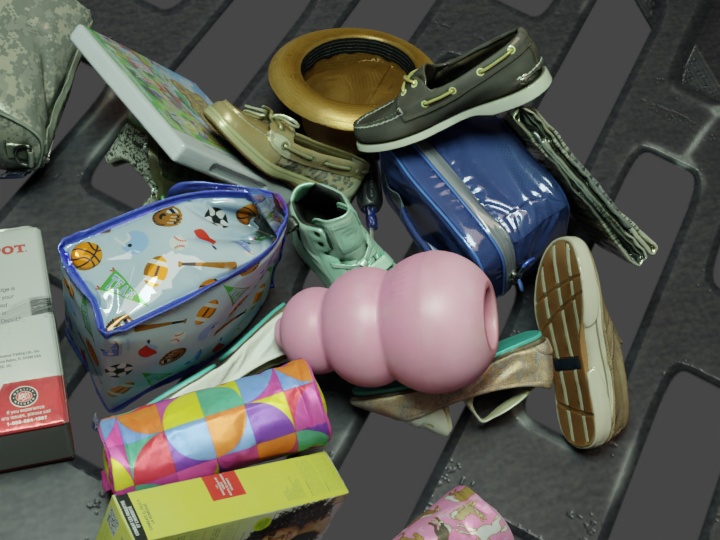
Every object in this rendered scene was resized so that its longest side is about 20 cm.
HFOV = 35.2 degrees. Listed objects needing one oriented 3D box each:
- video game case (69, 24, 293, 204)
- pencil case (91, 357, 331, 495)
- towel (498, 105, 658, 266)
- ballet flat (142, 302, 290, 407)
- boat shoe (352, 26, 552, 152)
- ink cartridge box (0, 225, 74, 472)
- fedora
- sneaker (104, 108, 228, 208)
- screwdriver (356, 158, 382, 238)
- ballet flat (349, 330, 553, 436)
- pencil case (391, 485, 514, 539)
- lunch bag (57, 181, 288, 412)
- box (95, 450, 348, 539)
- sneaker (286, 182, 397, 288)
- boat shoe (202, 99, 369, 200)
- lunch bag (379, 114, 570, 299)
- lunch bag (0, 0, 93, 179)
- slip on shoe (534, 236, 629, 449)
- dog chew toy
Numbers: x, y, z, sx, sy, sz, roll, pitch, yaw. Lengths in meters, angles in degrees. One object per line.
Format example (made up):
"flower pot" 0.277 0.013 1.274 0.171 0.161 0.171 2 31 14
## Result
"video game case" -0.173 -0.151 1.118 0.022 0.182 0.200 -50 60 12
"pencil case" -0.126 0.138 0.963 0.199 0.089 0.089 -15 62 -12
"towel" 0.208 -0.091 1.119 0.034 0.200 0.193 -39 95 6
"ballet flat" -0.120 0.106 1.040 0.200 0.070 0.069 -37 71 -28
"boat shoe" 0.075 -0.167 1.057 0.200 0.061 0.072 -18 27 26
"ink cartridge box" -0.339 0.073 1.003 0.143 0.084 0.201 -9 61 -14
"fedora" -0.006 -0.183 1.211 0.199 0.082 0.201 6 41 -5
"sneaker" -0.178 -0.084 1.154 0.200 0.077 0.089 41 93 11
"screwdriver" 0.014 -0.027 1.169 0.029 0.028 0.201 14 59 -36
"ballet flat" 0.091 0.116 1.063 0.199 0.068 0.068 -16 98 -4
"pencil case" 0.041 0.269 0.950 0.200 0.083 0.087 -34 79 -27
"lunch bag" -0.162 0.012 1.023 0.199 0.170 0.124 -25 70 -22
"box" -0.111 0.203 0.931 0.199 0.076 0.050 -6 47 -35
"sneaker" -0.001 0.000 1.081 0.074 0.118 0.200 -42 69 -12
"boat shoe" -0.072 -0.123 1.121 0.063 0.200 0.073 -51 48 9
"lunch bag" 0.109 -0.061 1.132 0.132 0.136 0.200 -34 65 -9
"lunch bag" -0.369 -0.202 1.135 0.167 0.140 0.201 12 58 -2
"slip on shoe" 0.217 0.066 1.081 0.060 0.076 0.202 -10 89 -32
"dog chew toy" 0.019 0.049 1.009 0.199 0.125 0.125 -4 55 18
